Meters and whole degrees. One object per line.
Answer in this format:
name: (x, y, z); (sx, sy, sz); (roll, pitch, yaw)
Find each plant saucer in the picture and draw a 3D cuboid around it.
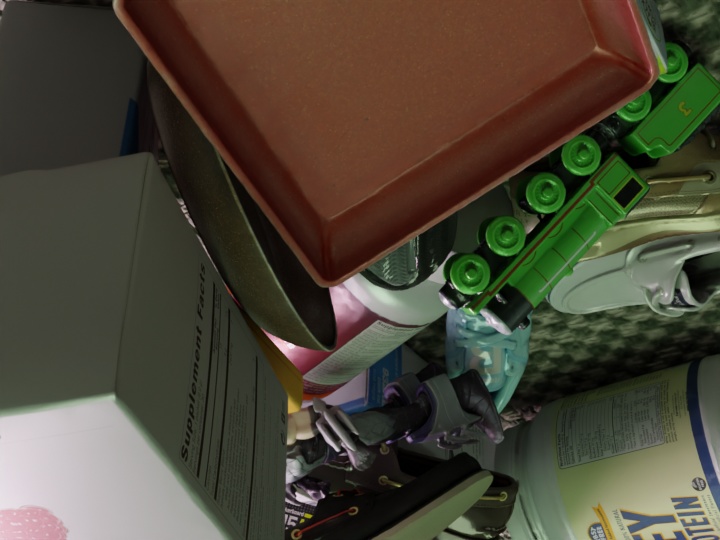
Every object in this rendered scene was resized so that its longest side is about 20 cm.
plant saucer: (-0.064, -0.046, 0.641); (0.032, 0.201, 0.201); (-23, 141, 7)
plant saucer: (0.019, -0.110, 0.546); (0.199, 0.037, 0.200); (-32, 134, 4)

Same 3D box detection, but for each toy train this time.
toy train: (0.124, -0.045, 0.677); (0.056, 0.200, 0.042); (43, 177, -4)

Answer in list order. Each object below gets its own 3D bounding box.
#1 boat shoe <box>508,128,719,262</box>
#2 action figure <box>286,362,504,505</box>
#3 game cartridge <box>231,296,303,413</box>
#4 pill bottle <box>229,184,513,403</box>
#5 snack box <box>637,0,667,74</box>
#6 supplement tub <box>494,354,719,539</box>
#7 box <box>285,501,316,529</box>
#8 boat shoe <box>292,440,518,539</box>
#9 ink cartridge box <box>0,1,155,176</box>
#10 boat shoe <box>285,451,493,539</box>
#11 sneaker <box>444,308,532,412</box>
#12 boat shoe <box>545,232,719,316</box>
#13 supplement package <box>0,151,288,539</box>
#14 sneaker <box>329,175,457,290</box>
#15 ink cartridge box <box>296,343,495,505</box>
boat shoe: (0.187, -0.059, 0.722); (0.199, 0.071, 0.065); (-16, 110, -4)
action figure: (-0.010, 0.111, 0.806); (0.199, 0.070, 0.130); (-13, 170, -26)
game cartridge: (-0.155, 0.044, 0.644); (0.199, 0.033, 0.177); (-15, 141, 18)
pill bottle: (0.000, 0.000, 0.782); (0.109, 0.110, 0.200); (23, 139, -27)
snack box: (0.055, -0.157, 0.608); (0.141, 0.053, 0.200); (-16, 140, 24)
supplement tub: (0.223, 0.161, 0.971); (0.199, 0.146, 0.145); (-21, 139, 28)
box: (0.008, 0.225, 0.941); (0.159, 0.045, 0.200); (5, 160, 40)
boat shoe: (0.019, 0.151, 0.894); (0.199, 0.072, 0.060); (21, 99, -6)
ink cartridge box: (-0.165, -0.030, 0.702); (0.083, 0.146, 0.201); (4, 145, -4)
boat shoe: (-0.008, 0.171, 0.789); (0.201, 0.063, 0.074); (-30, 153, -6)
sneaker: (0.094, 0.040, 0.860); (0.073, 0.082, 0.201); (-4, 144, 6)
boat shoe: (0.209, -0.005, 0.804); (0.199, 0.066, 0.073); (-28, 140, 34)
supplement package: (-0.117, 0.063, 0.542); (0.120, 0.120, 0.200); (-9, 142, 12)
sneaker: (-0.018, -0.088, 0.657); (0.075, 0.116, 0.201); (-32, 124, -3)
ink cartridge box: (0.003, 0.135, 0.994); (0.144, 0.084, 0.200); (-22, 138, 27)
